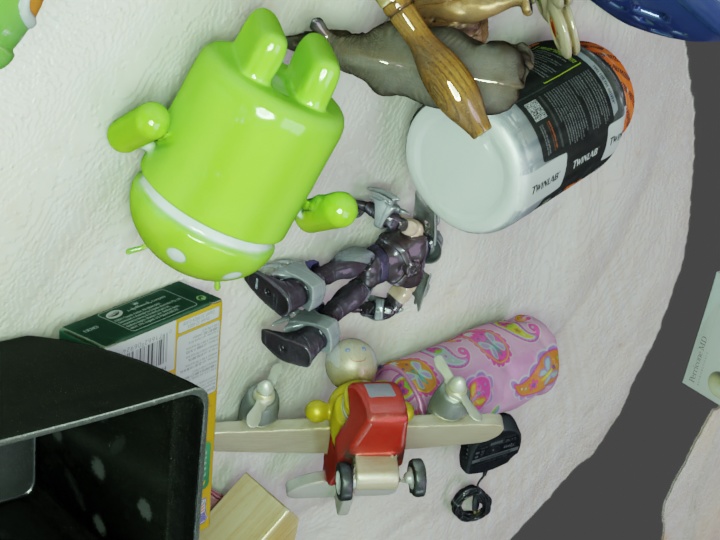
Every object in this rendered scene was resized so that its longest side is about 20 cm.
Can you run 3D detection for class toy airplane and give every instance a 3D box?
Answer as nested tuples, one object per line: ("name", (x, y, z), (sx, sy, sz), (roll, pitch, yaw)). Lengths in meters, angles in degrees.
("toy airplane", (-0.004, 0.129, 1.397), (0.200, 0.198, 0.142), (14, 68, -55))

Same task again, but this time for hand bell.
("hand bell", (0.029, -0.178, 1.159), (0.104, 0.201, 0.104), (-33, -178, 1))

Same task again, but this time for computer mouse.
("computer mouse", (0.119, 0.194, 1.651), (0.058, 0.034, 0.200), (-14, 147, -17))

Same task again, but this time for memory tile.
("memory tile", (0.130, -0.272, 1.271), (0.017, 0.154, 0.201), (-17, 135, -1))

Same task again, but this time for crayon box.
("crayon box", (-0.168, 0.122, 1.259), (0.126, 0.051, 0.201), (-23, 125, -49))

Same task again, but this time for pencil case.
("pencil case", (0.095, 0.102, 1.544), (0.199, 0.087, 0.088), (-19, 129, -38))

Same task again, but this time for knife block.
("knife block", (-0.149, 0.283, 1.378), (0.175, 0.064, 0.201), (-12, 124, -42))

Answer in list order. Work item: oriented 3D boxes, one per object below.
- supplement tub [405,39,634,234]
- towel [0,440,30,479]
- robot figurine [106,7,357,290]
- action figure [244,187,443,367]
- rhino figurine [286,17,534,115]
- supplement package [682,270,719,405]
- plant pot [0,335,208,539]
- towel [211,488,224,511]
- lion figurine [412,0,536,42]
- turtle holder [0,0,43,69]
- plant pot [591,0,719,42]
("supplement tub", (0.139, -0.119, 1.385), (0.200, 0.122, 0.123), (-31, 137, -44))
("towel", (-0.254, 0.169, 1.255), (0.200, 0.018, 0.086), (-51, 141, -7))
("robot figurine", (-0.088, -0.080, 1.171), (0.175, 0.116, 0.201), (23, 110, -23))
("action figure", (0.000, 0.000, 1.379), (0.200, 0.069, 0.131), (-28, 127, -38))
("rhino figurine", (0.030, -0.156, 1.227), (0.087, 0.199, 0.060), (-78, 177, -74))
("supplement package", (0.506, 0.097, 1.892), (0.150, 0.200, 0.153), (-13, 124, -42))
("plant pot", (-0.235, 0.149, 1.116), (0.199, 0.177, 0.201), (-12, 120, -35))
("towel", (-0.182, 0.267, 1.401), (0.200, 0.023, 0.144), (-54, 142, -4))
("lion figurine", (0.064, -0.237, 1.275), (0.073, 0.122, 0.201), (-73, 152, -60))
("turtle holder", (-0.255, -0.195, 0.917), (0.132, 0.185, 0.141), (-58, 175, 2))
("plant pot", (0.291, -0.298, 1.392), (0.200, 0.179, 0.201), (21, 99, -52))
